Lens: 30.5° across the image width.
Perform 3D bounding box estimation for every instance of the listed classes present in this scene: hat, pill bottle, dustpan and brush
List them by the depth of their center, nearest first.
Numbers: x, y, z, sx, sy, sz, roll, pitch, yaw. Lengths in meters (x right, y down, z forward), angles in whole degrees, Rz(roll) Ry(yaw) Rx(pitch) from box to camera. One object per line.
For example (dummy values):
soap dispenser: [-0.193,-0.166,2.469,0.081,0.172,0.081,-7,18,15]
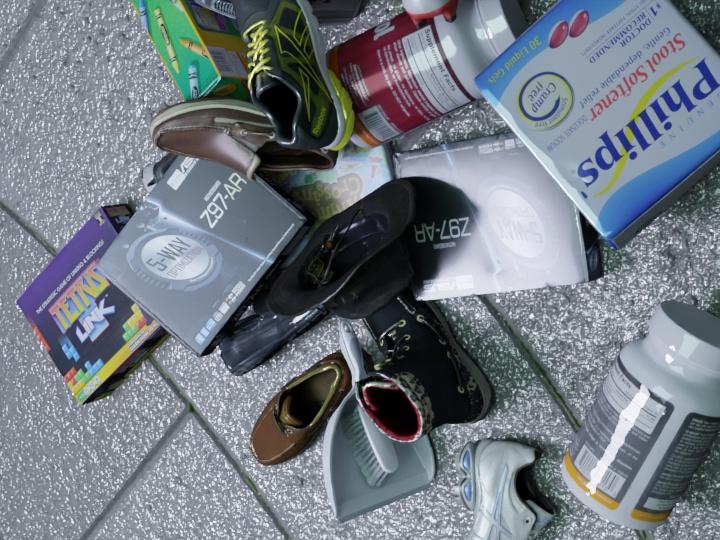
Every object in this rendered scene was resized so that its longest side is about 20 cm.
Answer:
pill bottle: [0.282,0.137,1.258,0.116,0.116,0.201,33,112,23]
pill bottle: [0.069,-0.210,1.328,0.199,0.113,0.113,-22,86,23]
hat: [0.000,0.000,1.372,0.200,0.201,0.081,-31,112,31]
dustpan and brush: [0.005,0.152,1.416,0.057,0.139,0.201,-35,74,53]

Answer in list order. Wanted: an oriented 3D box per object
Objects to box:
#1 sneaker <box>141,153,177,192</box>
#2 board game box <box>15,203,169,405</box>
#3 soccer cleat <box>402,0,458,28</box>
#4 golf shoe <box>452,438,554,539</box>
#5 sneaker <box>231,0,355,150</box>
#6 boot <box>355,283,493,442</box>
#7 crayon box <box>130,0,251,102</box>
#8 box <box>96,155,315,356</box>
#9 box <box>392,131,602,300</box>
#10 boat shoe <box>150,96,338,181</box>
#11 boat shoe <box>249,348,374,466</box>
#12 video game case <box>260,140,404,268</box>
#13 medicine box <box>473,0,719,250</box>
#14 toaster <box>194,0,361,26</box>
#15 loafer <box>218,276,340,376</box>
sneaker: [-0.179,-0.059,1.533,0.090,0.066,0.201,-37,76,32]
board game box: [-0.319,0.043,1.639,0.200,0.057,0.166,-43,77,28]
soccer cleat: [0.072,-0.312,1.275,0.068,0.200,0.085,-7,127,19]
golf shoe: [0.156,0.276,1.382,0.097,0.078,0.201,-5,96,25]
sneaker: [-0.078,-0.206,1.288,0.074,0.084,0.201,-38,77,40]
boot: [0.037,0.087,1.374,0.204,0.154,0.074,50,118,16]
crayon box: [-0.176,-0.269,1.457,0.058,0.119,0.201,-39,71,29]
box: [-0.172,-0.031,1.470,0.160,0.044,0.200,41,100,8]
box: [0.139,-0.058,1.355,0.199,0.043,0.161,-6,93,31]
boat shoe: [-0.119,-0.134,1.391,0.075,0.201,0.075,100,166,-58]
boat shoe: [-0.072,0.156,1.501,0.072,0.068,0.200,50,118,15]
video game case: [-0.051,-0.108,1.475,0.199,0.022,0.183,-15,90,32]
medicine box: [0.239,-0.153,1.218,0.182,0.103,0.200,-41,75,10]
toaster: [-0.080,-0.318,1.397,0.199,0.129,0.114,19,107,28]
loafer: [-0.094,0.050,1.497,0.200,0.068,0.071,-36,87,34]
